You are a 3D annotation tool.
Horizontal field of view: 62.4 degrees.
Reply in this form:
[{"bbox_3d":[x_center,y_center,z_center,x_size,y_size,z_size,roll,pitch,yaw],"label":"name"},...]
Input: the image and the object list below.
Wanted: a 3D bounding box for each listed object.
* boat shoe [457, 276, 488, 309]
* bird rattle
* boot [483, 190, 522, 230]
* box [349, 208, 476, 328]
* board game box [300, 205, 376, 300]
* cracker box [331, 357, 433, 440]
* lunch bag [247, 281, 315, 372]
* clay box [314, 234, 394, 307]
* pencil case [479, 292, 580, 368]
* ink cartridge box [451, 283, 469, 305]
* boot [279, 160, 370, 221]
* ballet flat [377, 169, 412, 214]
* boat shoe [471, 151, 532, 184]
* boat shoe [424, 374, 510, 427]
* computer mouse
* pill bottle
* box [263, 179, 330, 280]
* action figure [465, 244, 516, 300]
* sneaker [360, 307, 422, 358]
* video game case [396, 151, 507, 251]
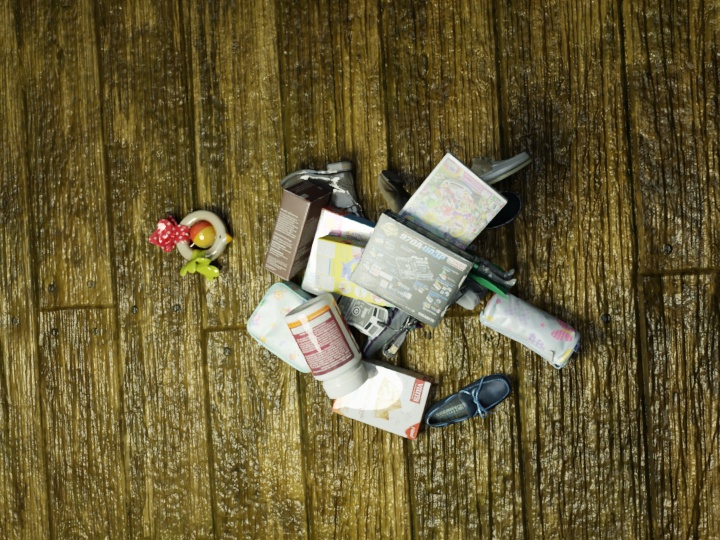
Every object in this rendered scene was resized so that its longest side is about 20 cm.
[{"bbox_3d":[0.183,0.002,1.286,0.200,0.072,0.068,35,65,25],"label":"boat shoe"},{"bbox_3d":[-0.398,-0.073,1.441,0.163,0.113,0.200,-42,68,0],"label":"bird rattle"},{"bbox_3d":[0.231,-0.116,1.216,0.200,0.168,0.077,-13,90,15],"label":"boot"},{"bbox_3d":[0.098,-0.003,1.155,0.200,0.046,0.159,29,114,6],"label":"box"},{"bbox_3d":[-0.036,-0.025,1.326,0.153,0.040,0.200,22,111,11],"label":"board game box"},{"bbox_3d":[0.050,0.278,1.328,0.200,0.058,0.134,15,95,13],"label":"cracker box"},{"bbox_3d":[-0.152,0.129,1.365,0.200,0.077,0.160,35,100,8],"label":"lunch bag"},{"bbox_3d":[0.000,0.000,1.256,0.200,0.048,0.115,14,110,24],"label":"clay box"},{"bbox_3d":[0.349,0.120,1.232,0.200,0.083,0.091,32,77,13],"label":"pencil case"},{"bbox_3d":[0.120,0.001,1.244,0.200,0.050,0.109,50,122,12],"label":"ink cartridge box"},{"bbox_3d":[-0.080,-0.149,1.353,0.200,0.069,0.174,-9,97,22],"label":"boot"},{"bbox_3d":[0.080,-0.147,1.271,0.046,0.067,0.200,-65,33,32],"label":"ballet flat"},{"bbox_3d":[0.258,-0.208,1.255,0.200,0.075,0.068,-25,90,15],"label":"boat shoe"},{"bbox_3d":[0.232,0.292,1.274,0.200,0.069,0.084,-35,82,13],"label":"boat shoe"},{"bbox_3d":[0.027,0.102,1.272,0.200,0.044,0.110,27,88,37],"label":"computer mouse"},{"bbox_3d":[-0.069,0.160,1.259,0.114,0.114,0.200,-25,97,14],"label":"pill bottle"},{"bbox_3d":[-0.141,-0.089,1.317,0.075,0.100,0.200,29,119,13],"label":"box"},{"bbox_3d":[0.221,-0.021,1.216,0.200,0.118,0.055,25,116,-6],"label":"action figure"},{"bbox_3d":[0.081,0.127,1.311,0.087,0.074,0.200,35,99,7],"label":"sneaker"},{"bbox_3d":[0.160,-0.104,1.136,0.143,0.018,0.200,40,115,0],"label":"video game case"}]
